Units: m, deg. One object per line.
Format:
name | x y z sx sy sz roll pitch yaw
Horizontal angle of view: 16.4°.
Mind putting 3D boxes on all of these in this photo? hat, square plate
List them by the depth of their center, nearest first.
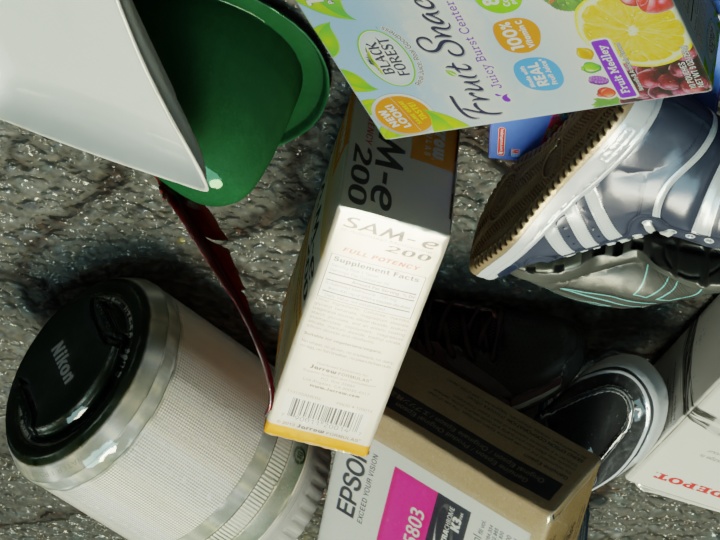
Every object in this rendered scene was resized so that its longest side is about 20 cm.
square plate | -0.184 -0.145 1.451 0.197 0.028 0.201 20 148 35
hat | -0.104 -0.054 1.499 0.199 0.177 0.166 20 145 -14

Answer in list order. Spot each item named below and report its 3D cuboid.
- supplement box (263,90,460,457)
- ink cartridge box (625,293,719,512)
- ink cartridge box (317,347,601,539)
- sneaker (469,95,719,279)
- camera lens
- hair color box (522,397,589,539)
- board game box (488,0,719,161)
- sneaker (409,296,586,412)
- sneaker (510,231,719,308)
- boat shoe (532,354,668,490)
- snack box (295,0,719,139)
supplement box | 0.000 0.000 1.560 0.073 0.127 0.201 14 131 -6
ink cartridge box | 0.286 0.085 1.686 0.145 0.085 0.200 18 145 -14
ink cartridge box | 0.058 0.175 1.684 0.164 0.075 0.201 28 132 20
sneaker | 0.150 -0.037 1.474 0.108 0.070 0.200 24 141 -17
camera lens | -0.138 0.112 1.766 0.159 0.161 0.200 -22 135 38
hair color box | 0.106 0.154 1.855 0.099 0.061 0.201 -2 144 15
board game box | 0.144 -0.134 1.438 0.133 0.045 0.201 7 146 5
sneaker | 0.046 0.042 1.697 0.199 0.076 0.116 -7 140 24
sneaker | 0.188 -0.015 1.595 0.198 0.076 0.079 4 160 20
boat shoe | 0.128 0.129 1.702 0.200 0.068 0.072 -40 81 38
snack box | 0.079 -0.144 1.352 0.199 0.053 0.142 -7 141 24
